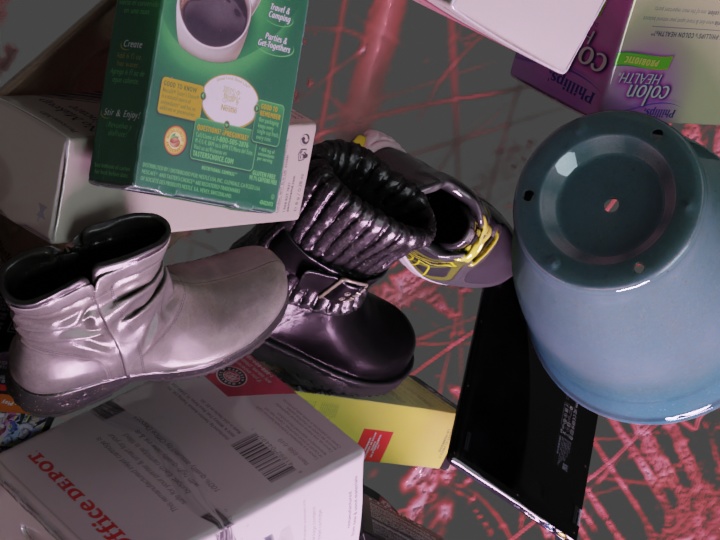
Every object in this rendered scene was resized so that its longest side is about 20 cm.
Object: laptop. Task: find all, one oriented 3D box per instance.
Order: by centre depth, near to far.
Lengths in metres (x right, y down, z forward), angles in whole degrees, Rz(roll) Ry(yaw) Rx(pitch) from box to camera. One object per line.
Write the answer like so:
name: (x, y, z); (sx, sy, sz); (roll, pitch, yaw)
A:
laptop: (0.119, 0.131, 1.890); (0.200, 0.116, 0.188); (35, 48, -26)

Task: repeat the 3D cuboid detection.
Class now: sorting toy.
sorting toy: (-0.172, -0.066, 1.563); (0.200, 0.036, 0.185); (-47, 137, -18)

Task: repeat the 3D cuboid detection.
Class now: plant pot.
plant pot: (0.191, -0.015, 1.752); (0.200, 0.200, 0.188); (-52, 153, -5)

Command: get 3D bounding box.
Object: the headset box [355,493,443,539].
headset box: (-0.005, 0.242, 1.713); (0.149, 0.075, 0.200); (-60, -177, 3)

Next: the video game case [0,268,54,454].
video game case: (-0.274, 0.076, 1.521); (0.199, 0.026, 0.181); (9, 116, -39)

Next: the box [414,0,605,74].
box: (0.052, -0.220, 1.550); (0.128, 0.200, 0.109); (24, 96, -47)

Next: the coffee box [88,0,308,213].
coffee box: (-0.088, -0.139, 1.453); (0.123, 0.044, 0.201); (8, 90, -48)

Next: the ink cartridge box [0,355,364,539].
ink cartridge box: (-0.118, 0.147, 1.578); (0.199, 0.146, 0.085); (-24, 134, -32)

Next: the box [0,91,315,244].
box: (-0.127, -0.067, 1.519); (0.199, 0.082, 0.069); (-7, 117, -45)

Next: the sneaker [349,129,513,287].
sneaker: (0.059, -0.026, 1.761); (0.200, 0.085, 0.075); (29, 94, -48)

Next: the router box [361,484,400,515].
router box: (-0.069, 0.250, 1.825); (0.149, 0.062, 0.201); (7, 109, -44)

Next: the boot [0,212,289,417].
boot: (-0.122, 0.012, 1.490); (0.199, 0.068, 0.131); (-23, 152, -24)

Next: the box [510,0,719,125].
box: (0.224, -0.214, 1.794); (0.175, 0.097, 0.201); (-2, 114, -42)

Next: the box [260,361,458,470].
box: (-0.015, 0.100, 1.777); (0.200, 0.075, 0.050); (11, 106, -47)

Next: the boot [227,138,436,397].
boot: (0.001, 0.002, 1.684); (0.211, 0.080, 0.158); (17, 127, -47)
